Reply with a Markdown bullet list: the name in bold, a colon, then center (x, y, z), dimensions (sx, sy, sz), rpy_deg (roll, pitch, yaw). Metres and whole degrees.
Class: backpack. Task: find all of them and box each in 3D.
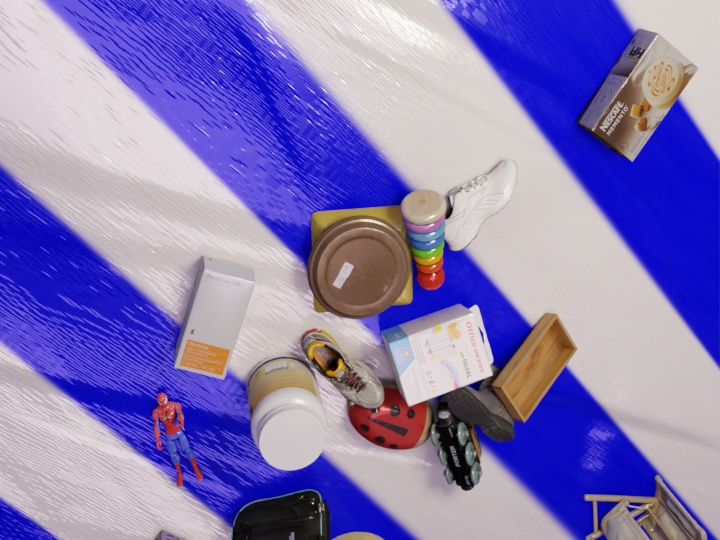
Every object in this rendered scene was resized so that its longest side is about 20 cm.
- **backpack**: center (-0.156, 0.548, 1.757), dimensions (0.195, 0.179, 0.155), rpy_deg (-7, 144, 3)

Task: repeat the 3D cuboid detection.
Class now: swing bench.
- **swing bench**: center (0.620, 0.579, 1.917), dimensions (0.195, 0.200, 0.133), rpy_deg (-12, 114, -6)

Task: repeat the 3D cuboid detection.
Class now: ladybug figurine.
- **ladybug figurine**: center (0.063, 0.300, 1.760), dimensions (0.196, 0.072, 0.138), rpy_deg (19, 106, -18)

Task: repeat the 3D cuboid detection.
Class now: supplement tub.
- **supplement tub**: center (-0.138, 0.263, 1.633), dimensions (0.141, 0.201, 0.148), rpy_deg (-4, 112, -10)

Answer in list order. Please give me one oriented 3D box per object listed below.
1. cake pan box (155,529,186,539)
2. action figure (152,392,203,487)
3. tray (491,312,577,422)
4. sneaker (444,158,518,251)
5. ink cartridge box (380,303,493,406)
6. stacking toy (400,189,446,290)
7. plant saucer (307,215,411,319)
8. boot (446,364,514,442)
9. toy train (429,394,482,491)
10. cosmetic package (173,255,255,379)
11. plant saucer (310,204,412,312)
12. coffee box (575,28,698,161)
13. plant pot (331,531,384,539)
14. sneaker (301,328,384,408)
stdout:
- **cake pan box**: center (-0.383, 0.660, 1.821), dimensions (0.182, 0.052, 0.202), rpy_deg (28, 103, -18)
- **action figure**: center (-0.353, 0.333, 1.676), dimensions (0.064, 0.099, 0.204), rpy_deg (-16, 111, -6)
- **tray**: center (0.349, 0.192, 1.752), dimensions (0.200, 0.037, 0.099), rpy_deg (-48, 116, -23)
- **sneaker**: center (0.214, -0.131, 1.625), dimensions (0.087, 0.075, 0.201), rpy_deg (38, 99, -17)
- **ink cartridge box**: center (0.155, 0.154, 1.678), dimensions (0.196, 0.125, 0.131), rpy_deg (-20, 97, -3)
- **stacking toy**: center (0.124, -0.048, 1.624), dimensions (0.083, 0.086, 0.203), rpy_deg (-15, 133, -5)
- **plant saucer**: center (0.000, 0.000, 1.602), dimensions (0.195, 0.030, 0.205), rpy_deg (-4, 113, -9)
- **boot**: center (0.243, 0.242, 1.747), dimensions (0.069, 0.134, 0.200), rpy_deg (-18, 134, 35)
- **toy train**: center (0.203, 0.349, 1.788), dimensions (0.083, 0.115, 0.203), rpy_deg (-6, 120, 26)
- **cosmetic package**: center (-0.269, 0.088, 1.608), dimensions (0.099, 0.071, 0.204), rpy_deg (14, 107, -16)
- **plant saucer**: center (0.009, -0.013, 1.640), dimensions (0.195, 0.049, 0.205), rpy_deg (-5, 111, -10)
- **coffee box**: center (0.504, -0.320, 1.605), dimensions (0.113, 0.080, 0.202), rpy_deg (30, 102, -21)
- **plant pot**: center (-0.004, 0.684, 1.859), dimensions (0.195, 0.142, 0.205), rpy_deg (-4, 111, -10)
- **sneaker**: center (-0.036, 0.199, 1.675), dimensions (0.199, 0.082, 0.078), rpy_deg (39, 96, -10)
